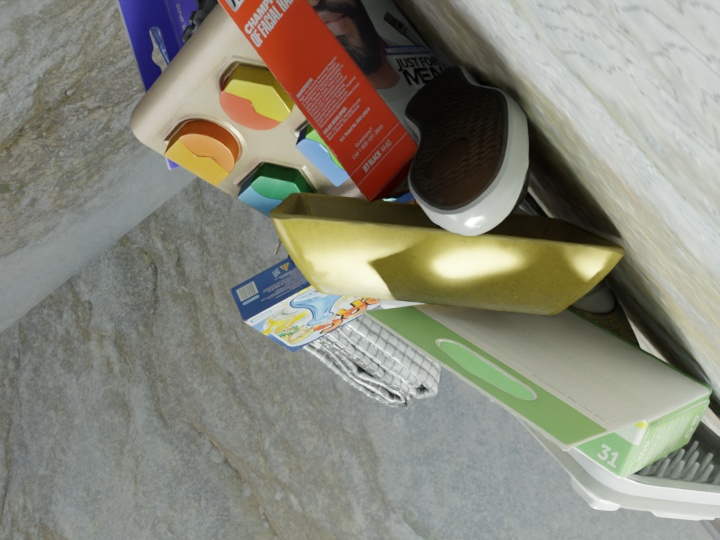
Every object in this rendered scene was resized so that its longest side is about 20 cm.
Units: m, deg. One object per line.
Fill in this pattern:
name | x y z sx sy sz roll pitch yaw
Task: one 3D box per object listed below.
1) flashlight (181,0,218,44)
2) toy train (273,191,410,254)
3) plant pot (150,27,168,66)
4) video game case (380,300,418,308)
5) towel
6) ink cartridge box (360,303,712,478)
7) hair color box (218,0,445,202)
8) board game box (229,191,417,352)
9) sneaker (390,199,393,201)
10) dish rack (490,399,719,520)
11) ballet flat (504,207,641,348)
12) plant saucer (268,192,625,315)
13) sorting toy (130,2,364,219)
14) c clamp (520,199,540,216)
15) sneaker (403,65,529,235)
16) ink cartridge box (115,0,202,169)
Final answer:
flashlight | -0.038 -0.179 0.837 0.199 0.068 0.068 25 -132 -18
toy train | -0.016 -0.058 0.946 0.084 0.200 0.116 4 -143 -37
plant pot | -0.145 -0.306 1.129 0.201 0.199 0.180 62 177 1
video game case | 0.129 0.043 0.916 0.182 0.199 0.023 31 -113 -77
towel | 0.002 0.029 1.073 0.200 0.085 0.166 36 -131 -24
ink cartridge box | 0.104 0.066 0.611 0.145 0.048 0.200 32 -156 32
hair color box | -0.005 -0.153 0.744 0.200 0.064 0.111 53 -145 11
board game box | 0.000 0.000 0.903 0.035 0.199 0.135 64 -174 20
sneaker | 0.056 -0.103 1.075 0.084 0.121 0.200 52 -174 -7
dish rack | 0.169 0.107 0.714 0.171 0.044 0.200 14 -161 -32
ballet flat | 0.134 -0.002 0.774 0.200 0.071 0.071 36 180 15
plant saucer | 0.046 -0.012 0.658 0.200 0.199 0.049 -87 3 -82
sorting toy | -0.074 -0.105 0.841 0.200 0.185 0.037 34 -129 -19
c clamp | 0.134 -0.064 0.927 0.171 0.027 0.200 49 -178 19
sneaker | 0.077 -0.059 0.600 0.085 0.073 0.200 48 -163 -19
ink cartridge box | -0.113 -0.214 0.933 0.043 0.200 0.199 2 113 51
